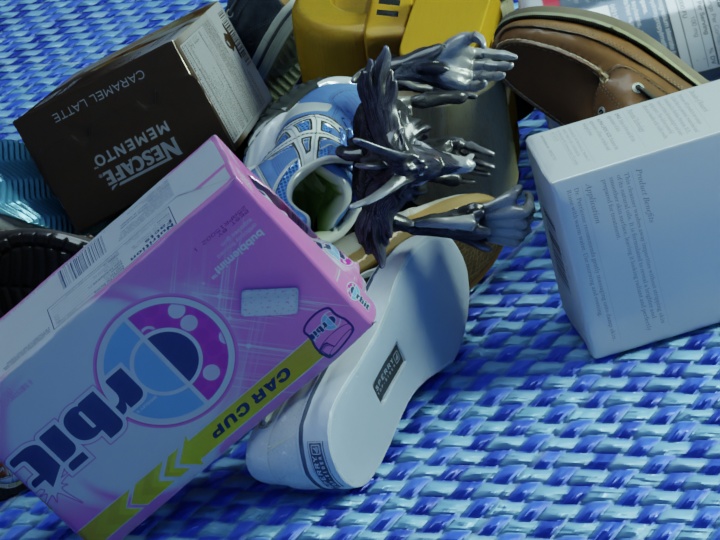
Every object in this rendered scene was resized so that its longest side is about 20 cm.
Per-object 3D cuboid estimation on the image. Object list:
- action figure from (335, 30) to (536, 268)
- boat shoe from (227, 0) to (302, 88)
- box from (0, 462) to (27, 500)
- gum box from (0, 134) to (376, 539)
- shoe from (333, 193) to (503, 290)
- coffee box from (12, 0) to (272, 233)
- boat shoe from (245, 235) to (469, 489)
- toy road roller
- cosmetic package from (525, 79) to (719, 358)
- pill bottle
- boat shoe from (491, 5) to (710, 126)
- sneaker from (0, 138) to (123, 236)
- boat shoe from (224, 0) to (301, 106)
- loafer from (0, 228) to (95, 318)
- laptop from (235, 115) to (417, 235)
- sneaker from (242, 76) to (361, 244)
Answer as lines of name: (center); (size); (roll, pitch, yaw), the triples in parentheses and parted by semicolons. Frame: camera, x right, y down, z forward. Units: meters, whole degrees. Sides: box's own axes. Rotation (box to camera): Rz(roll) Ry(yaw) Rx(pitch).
action figure: (0.042, -0.071, 1.498); (0.102, 0.119, 0.200); (-3, 13, 7)
boat shoe: (-0.015, -0.155, 1.936); (0.200, 0.093, 0.075); (5, 31, 42)
box: (-0.181, 0.056, 1.623); (0.160, 0.044, 0.200); (-22, 24, -16)
gum box: (-0.100, 0.035, 1.430); (0.200, 0.114, 0.066); (-41, 26, 5)
shoe: (0.000, 0.000, 1.579); (0.200, 0.070, 0.053); (-27, 43, -32)
coffee box: (-0.132, -0.099, 1.732); (0.114, 0.080, 0.200); (-27, 9, 11)
boat shoe: (-0.010, 0.050, 1.500); (0.086, 0.075, 0.202); (-7, 34, 30)
toy road roller: (0.027, -0.118, 1.741); (0.146, 0.123, 0.200); (-4, 33, 12)
cosmetic package: (0.201, -0.040, 1.505); (0.200, 0.113, 0.081); (-16, 23, -3)
pill bottle: (0.206, -0.138, 1.715); (0.200, 0.120, 0.120); (-14, 23, 4)
boat shoe: (0.158, -0.088, 1.605); (0.200, 0.072, 0.068); (24, 54, 15)
sneaker: (-0.208, -0.028, 1.728); (0.081, 0.077, 0.200); (-37, -15, 12)
boat shoe: (-0.080, -0.141, 1.871); (0.075, 0.062, 0.200); (-30, -17, -42)
loafer: (-0.191, 0.005, 1.593); (0.200, 0.073, 0.071); (7, 12, 29)
laptop: (-0.039, -0.055, 1.831); (0.200, 0.103, 0.177); (31, 47, 27)
sneaker: (-0.026, -0.048, 1.564); (0.077, 0.076, 0.200); (-2, 31, 27)
